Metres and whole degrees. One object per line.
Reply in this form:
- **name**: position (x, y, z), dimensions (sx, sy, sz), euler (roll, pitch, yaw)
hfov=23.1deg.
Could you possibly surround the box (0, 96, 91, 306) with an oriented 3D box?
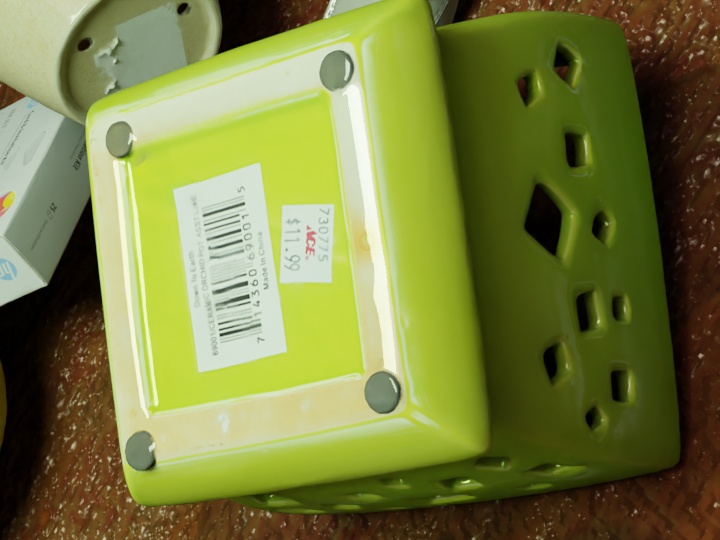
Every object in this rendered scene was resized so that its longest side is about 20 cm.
- **box**: position (-0.231, -0.023, 0.979), dimensions (0.199, 0.041, 0.157), euler (-24, 32, 30)

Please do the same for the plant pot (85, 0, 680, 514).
- **plant pot**: position (0.000, 0.000, 0.730), dimensions (0.198, 0.181, 0.202), euler (-12, 81, 33)

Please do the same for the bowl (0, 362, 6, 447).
- **bowl**: position (-0.263, 0.117, 0.945), dimensions (0.199, 0.200, 0.108), euler (-21, 106, 30)

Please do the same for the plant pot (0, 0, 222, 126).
- **plant pot**: position (-0.156, -0.169, 0.920), dimensions (0.188, 0.187, 0.200), euler (-50, 53, 13)

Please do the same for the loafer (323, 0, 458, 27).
- **loafer**: position (0.022, -0.162, 0.857), dimensions (0.070, 0.070, 0.201), euler (30, 95, 39)
